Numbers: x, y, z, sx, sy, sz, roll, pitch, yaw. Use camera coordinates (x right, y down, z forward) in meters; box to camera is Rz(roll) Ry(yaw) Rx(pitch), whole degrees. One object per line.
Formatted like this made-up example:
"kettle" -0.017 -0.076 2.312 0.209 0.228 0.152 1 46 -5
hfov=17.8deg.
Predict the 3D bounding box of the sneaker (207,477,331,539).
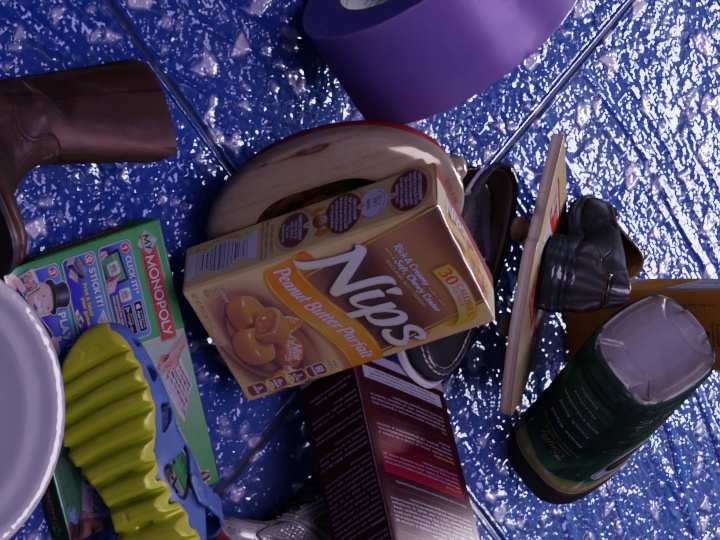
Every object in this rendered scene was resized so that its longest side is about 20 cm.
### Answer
"sneaker" -0.040 0.191 1.730 0.199 0.077 0.083 5 80 -45

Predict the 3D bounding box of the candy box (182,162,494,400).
"candy box" -0.015 0.010 1.658 0.056 0.199 0.116 -89 156 -50

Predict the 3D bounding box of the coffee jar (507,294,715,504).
"coffee jar" 0.194 0.107 1.830 0.104 0.200 0.086 -29 74 -34

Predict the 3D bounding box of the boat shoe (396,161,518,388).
"boat shoe" 0.078 -0.001 1.784 0.074 0.060 0.201 44 47 -28

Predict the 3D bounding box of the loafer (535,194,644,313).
"loafer" 0.191 -0.008 1.848 0.200 0.072 0.073 -55 155 -65

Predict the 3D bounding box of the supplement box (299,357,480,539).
"supplement box" 0.026 0.165 1.697 0.108 0.061 0.201 25 41 -42

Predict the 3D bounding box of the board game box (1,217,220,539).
"board game box" -0.181 0.077 1.640 0.134 0.029 0.202 -20 102 -36

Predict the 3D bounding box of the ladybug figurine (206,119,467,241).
"ladybug figurine" -0.016 -0.054 1.689 0.072 0.198 0.136 -91 163 -50

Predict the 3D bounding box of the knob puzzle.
"knob puzzle" 0.127 0.015 1.813 0.220 0.030 0.222 11 90 -81

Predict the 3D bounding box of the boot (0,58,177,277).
"boot" -0.193 -0.075 1.559 0.199 0.064 0.187 -3 51 -38

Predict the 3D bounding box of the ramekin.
"ramekin" -0.302 0.093 1.504 0.199 0.097 0.202 0 90 -38

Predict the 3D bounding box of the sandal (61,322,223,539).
"sandal" -0.150 0.131 1.610 0.087 0.079 0.202 -32 107 -65

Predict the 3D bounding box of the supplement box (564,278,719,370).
"supplement box" 0.254 0.042 1.867 0.068 0.199 0.067 -10 97 -36

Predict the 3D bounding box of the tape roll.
"tape roll" 0.061 -0.204 1.716 0.200 0.199 0.085 -50 117 -26
